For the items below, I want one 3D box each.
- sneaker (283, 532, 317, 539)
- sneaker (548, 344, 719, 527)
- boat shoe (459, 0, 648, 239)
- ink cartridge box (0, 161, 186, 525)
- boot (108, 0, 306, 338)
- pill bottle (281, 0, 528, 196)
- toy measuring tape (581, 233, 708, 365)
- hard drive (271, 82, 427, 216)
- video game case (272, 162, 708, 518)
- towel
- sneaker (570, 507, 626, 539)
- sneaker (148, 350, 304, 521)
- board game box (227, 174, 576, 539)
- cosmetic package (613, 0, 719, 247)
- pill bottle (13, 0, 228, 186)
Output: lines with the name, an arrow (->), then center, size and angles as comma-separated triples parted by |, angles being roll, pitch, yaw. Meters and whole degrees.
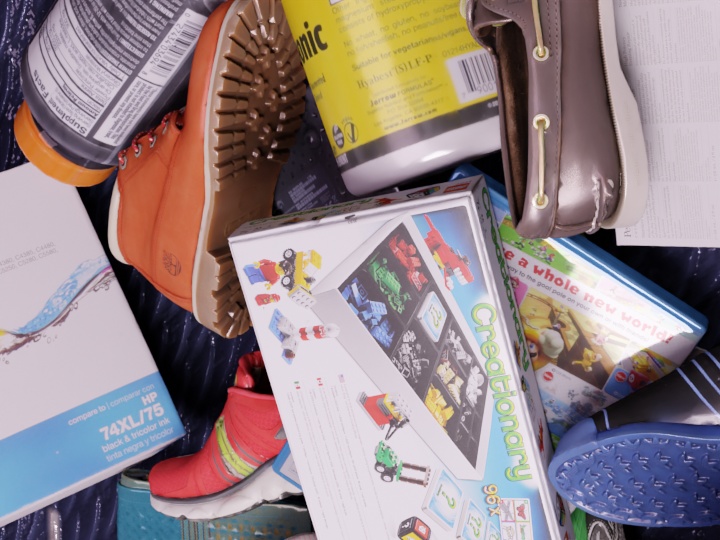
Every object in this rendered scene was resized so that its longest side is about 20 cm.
sneaker -> -0.029, 0.237, 0.987 | 0.201, 0.075, 0.105 | 96, 155, -48
sneaker -> 0.183, 0.062, 0.736 | 0.199, 0.078, 0.070 | -16, 123, 31
boat shoe -> 0.081, -0.114, 0.734 | 0.072, 0.059, 0.201 | 156, 104, -76
ink cartridge box -> -0.231, 0.054, 1.025 | 0.201, 0.146, 0.147 | 65, 156, 4
boot -> -0.094, -0.069, 0.885 | 0.107, 0.075, 0.201 | 29, 123, 28
pill bottle -> 0.014, -0.147, 0.805 | 0.111, 0.111, 0.201 | -18, 91, 42
toy measuring tape -> 0.118, 0.010, 0.814 | 0.199, 0.074, 0.074 | 24, 121, 7
hard drive -> 0.000, 0.000, 0.909 | 0.135, 0.042, 0.200 | -36, 81, 41
video game case -> 0.060, 0.065, 0.801 | 0.143, 0.018, 0.200 | 33, 115, 3
towel -> -0.093, 0.233, 1.049 | 0.146, 0.022, 0.201 | 7, 110, 19
sneaker -> 0.152, 0.204, 0.838 | 0.085, 0.078, 0.201 | -17, 84, 6
sneaker -> -0.056, 0.091, 0.927 | 0.200, 0.077, 0.085 | -24, 86, 41
board game box -> 0.022, 0.062, 0.782 | 0.126, 0.035, 0.201 | -10, 106, 19
cosmetic package -> 0.155, -0.113, 0.736 | 0.082, 0.051, 0.201 | 3, 105, 40
pill bottle -> -0.134, -0.134, 0.939 | 0.106, 0.106, 0.200 | 56, 131, 12
